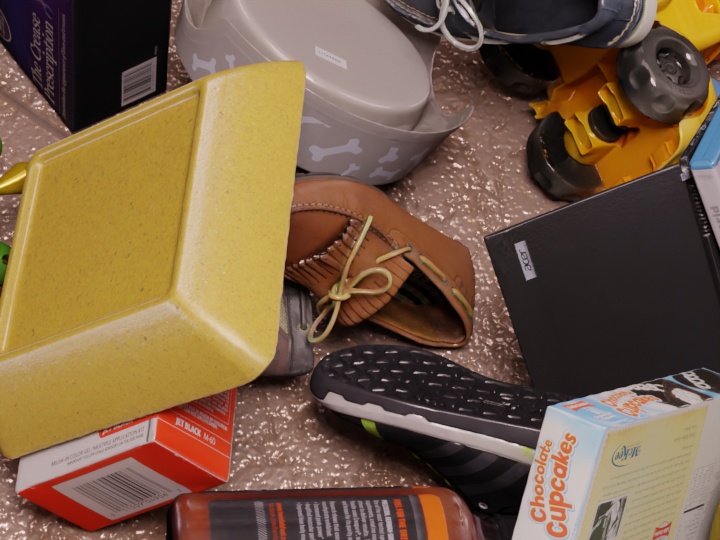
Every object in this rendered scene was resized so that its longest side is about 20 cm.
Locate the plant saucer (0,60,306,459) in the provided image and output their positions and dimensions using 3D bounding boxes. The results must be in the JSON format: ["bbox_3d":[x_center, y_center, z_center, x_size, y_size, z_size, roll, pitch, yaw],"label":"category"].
[{"bbox_3d":[-0.127,-0.016,1.053,0.199,0.048,0.201,-19,51,33],"label":"plant saucer"}]

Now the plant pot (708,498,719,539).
[{"bbox_3d":[0.269,0.154,1.055,0.199,0.142,0.201,9,68,-23],"label":"plant pot"}]

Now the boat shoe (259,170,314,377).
[{"bbox_3d":[-0.054,-0.019,1.180,0.066,0.072,0.202,13,52,-16],"label":"boat shoe"}]

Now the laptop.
[{"bbox_3d":[0.180,0.000,1.158,0.103,0.178,0.200,-3,31,32],"label":"laptop"}]

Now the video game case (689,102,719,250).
[{"bbox_3d":[0.254,-0.027,1.159,0.018,0.200,0.143,-2,38,34],"label":"video game case"}]

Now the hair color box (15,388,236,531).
[{"bbox_3d":[-0.126,0.034,1.101,0.064,0.111,0.201,36,44,-38],"label":"hair color box"}]

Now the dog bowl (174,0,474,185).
[{"bbox_3d":[-0.027,-0.132,1.213,0.199,0.059,0.200,25,31,-16],"label":"dog bowl"}]

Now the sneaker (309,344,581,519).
[{"bbox_3d":[0.062,0.106,1.103,0.199,0.083,0.072,17,25,7],"label":"sneaker"}]

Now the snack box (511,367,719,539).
[{"bbox_3d":[0.143,0.120,1.030,0.037,0.117,0.200,20,13,30],"label":"snack box"}]

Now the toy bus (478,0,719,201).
[{"bbox_3d":[0.196,-0.143,1.269,0.191,0.136,0.201,-6,67,-36],"label":"toy bus"}]

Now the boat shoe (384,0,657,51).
[{"bbox_3d":[0.083,-0.169,1.183,0.200,0.075,0.062,20,14,37],"label":"boat shoe"}]

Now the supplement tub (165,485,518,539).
[{"bbox_3d":[-0.004,0.169,1.039,0.199,0.107,0.107,-1,57,-8],"label":"supplement tub"}]

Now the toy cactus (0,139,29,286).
[{"bbox_3d":[-0.283,-0.016,1.135,0.164,0.102,0.201,10,64,10],"label":"toy cactus"}]

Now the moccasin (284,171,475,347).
[{"bbox_3d":[-0.001,0.001,1.120,0.073,0.201,0.078,-26,59,23],"label":"moccasin"}]

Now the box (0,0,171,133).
[{"bbox_3d":[-0.184,-0.205,1.198,0.079,0.200,0.141,-27,64,-23],"label":"box"}]
